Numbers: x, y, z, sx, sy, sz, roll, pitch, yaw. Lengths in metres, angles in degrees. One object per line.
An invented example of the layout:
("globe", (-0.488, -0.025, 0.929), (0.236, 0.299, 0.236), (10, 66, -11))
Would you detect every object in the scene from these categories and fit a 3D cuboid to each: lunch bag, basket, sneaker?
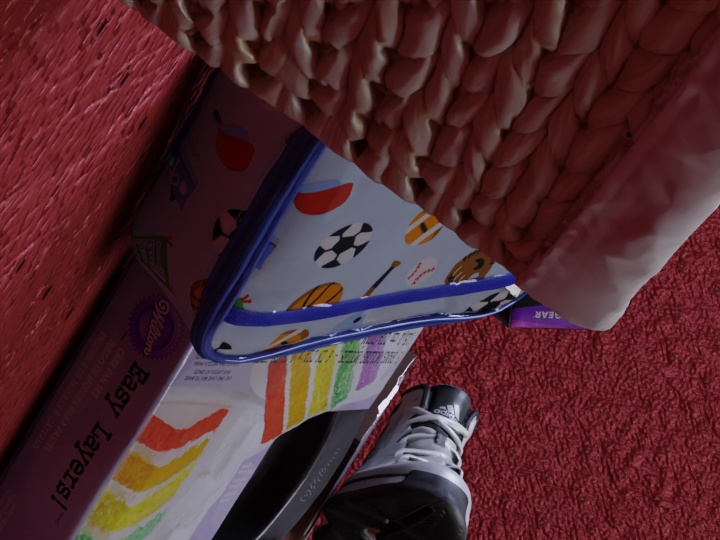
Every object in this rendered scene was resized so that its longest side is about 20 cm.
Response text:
("lunch bag", (0.019, -0.036, 0.783), (0.200, 0.076, 0.160), (-7, 139, -43))
("basket", (0.060, -0.126, 0.458), (0.198, 0.161, 0.200), (-55, 176, -21))
("sneaker", (0.030, 0.108, 1.197), (0.115, 0.076, 0.201), (-64, -174, -19))

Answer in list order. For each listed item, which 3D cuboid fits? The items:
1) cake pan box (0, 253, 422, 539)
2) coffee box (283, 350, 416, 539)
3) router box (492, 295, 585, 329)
("cake pan box", (-0.074, 0.081, 0.897), (0.184, 0.052, 0.200), (-55, 156, 13))
("coffee box", (-0.059, 0.099, 1.243), (0.080, 0.114, 0.200), (-53, 176, -41))
("router box", (0.075, -0.067, 1.057), (0.200, 0.051, 0.149), (-135, -131, -70))
